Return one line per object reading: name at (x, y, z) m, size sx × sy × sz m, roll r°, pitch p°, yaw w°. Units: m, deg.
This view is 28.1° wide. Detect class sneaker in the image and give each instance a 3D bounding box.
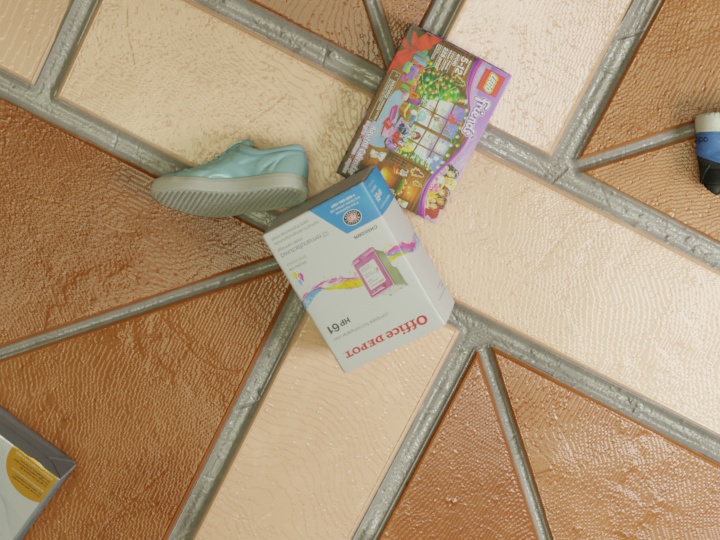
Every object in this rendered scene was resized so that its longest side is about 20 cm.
sneaker at (-0.155, -0.116, 1.741) m, size 0.199 × 0.074 × 0.082 m, roll -1°, pitch 62°, yaw 12°
sneaker at (0.493, -0.131, 1.676) m, size 0.199 × 0.077 × 0.112 m, roll -1°, pitch 92°, yaw 8°

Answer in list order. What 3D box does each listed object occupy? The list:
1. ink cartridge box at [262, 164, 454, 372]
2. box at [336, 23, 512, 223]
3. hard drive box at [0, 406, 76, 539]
ink cartridge box at (0.000, 0.000, 1.708) m, size 0.144 × 0.085 × 0.200 m, roll -27°, pitch 103°, yaw 18°
box at (0.075, -0.175, 1.719) m, size 0.137 × 0.039 × 0.200 m, roll 27°, pitch 99°, yaw 0°
hard drive box at (-0.482, 0.282, 1.807) m, size 0.156 × 0.077 × 0.200 m, roll 36°, pitch 99°, yaw -1°
